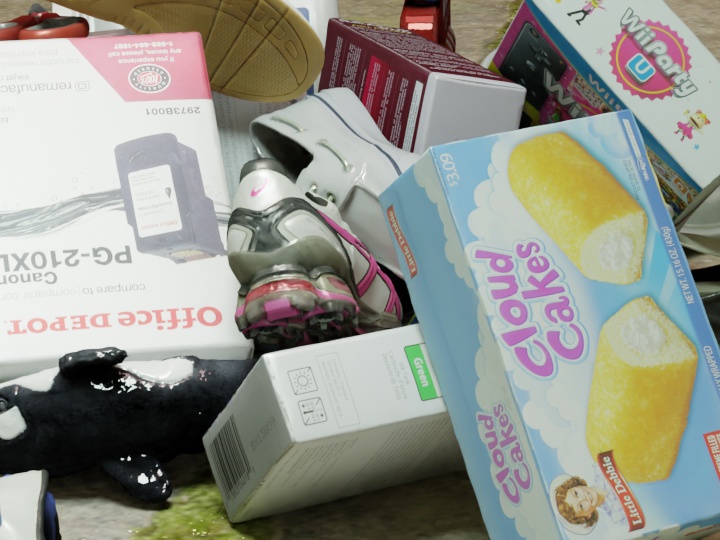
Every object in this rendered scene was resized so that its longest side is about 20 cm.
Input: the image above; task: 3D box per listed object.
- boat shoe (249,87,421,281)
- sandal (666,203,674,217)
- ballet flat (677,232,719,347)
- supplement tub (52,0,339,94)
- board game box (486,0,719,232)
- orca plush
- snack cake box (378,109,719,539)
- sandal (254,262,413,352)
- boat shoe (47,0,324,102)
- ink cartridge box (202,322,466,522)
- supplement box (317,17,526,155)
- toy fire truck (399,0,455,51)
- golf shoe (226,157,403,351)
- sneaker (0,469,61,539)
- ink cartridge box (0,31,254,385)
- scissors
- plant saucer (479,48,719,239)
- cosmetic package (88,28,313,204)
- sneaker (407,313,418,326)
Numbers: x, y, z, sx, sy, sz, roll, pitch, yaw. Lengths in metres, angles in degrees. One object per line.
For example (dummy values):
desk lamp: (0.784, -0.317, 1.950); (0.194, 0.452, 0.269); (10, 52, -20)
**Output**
boat shoe: (-0.005, -0.037, 1.481); (0.066, 0.074, 0.200); (-15, 27, -16)
sandal: (0.094, -0.017, 1.422); (0.079, 0.059, 0.206); (20, 13, 28)
ballet flat: (0.150, 0.011, 1.516); (0.199, 0.069, 0.068); (-4, 20, -2)
supplement tub: (-0.116, -0.154, 1.910); (0.199, 0.145, 0.144); (-3, 19, -4)
board game box: (0.144, -0.089, 1.549); (0.064, 0.148, 0.200); (-39, -7, -17)
orca plush: (-0.101, 0.091, 1.368); (0.199, 0.071, 0.105); (2, -28, -20)
snack cake box: (0.098, 0.035, 1.254); (0.115, 0.201, 0.067); (-12, -15, -28)
sandal: (0.000, -0.001, 1.572); (0.075, 0.048, 0.200); (30, 32, 24)
boat shoe: (-0.109, -0.162, 1.517); (0.199, 0.071, 0.069); (27, 21, -24)
ink cartridge box: (0.033, 0.064, 1.319); (0.199, 0.051, 0.109); (-12, -20, -25)
supplement box: (0.027, -0.079, 1.602); (0.061, 0.109, 0.200); (6, 13, -21)
toy fire truck: (0.041, -0.132, 1.791); (0.112, 0.169, 0.200); (0, 19, 7)
golf shoe: (-0.022, -0.001, 1.409); (0.072, 0.093, 0.200); (-11, -13, 7)
sneaker: (-0.201, 0.129, 1.221); (0.199, 0.081, 0.115); (22, 26, 37)
ink cartridge box: (-0.144, -0.020, 1.443); (0.144, 0.084, 0.201); (-4, 61, -14)
scissors: (-0.179, -0.143, 1.561); (0.073, 0.014, 0.200); (-4, 10, 8)
plant saucer: (0.170, -0.098, 1.719); (0.199, 0.050, 0.200); (20, 32, -13)
cosmetic package: (-0.149, -0.076, 1.635); (0.199, 0.124, 0.199); (-9, -1, -17)
sneaker: (0.090, 0.051, 1.423); (0.199, 0.083, 0.071); (-1, 56, 48)
